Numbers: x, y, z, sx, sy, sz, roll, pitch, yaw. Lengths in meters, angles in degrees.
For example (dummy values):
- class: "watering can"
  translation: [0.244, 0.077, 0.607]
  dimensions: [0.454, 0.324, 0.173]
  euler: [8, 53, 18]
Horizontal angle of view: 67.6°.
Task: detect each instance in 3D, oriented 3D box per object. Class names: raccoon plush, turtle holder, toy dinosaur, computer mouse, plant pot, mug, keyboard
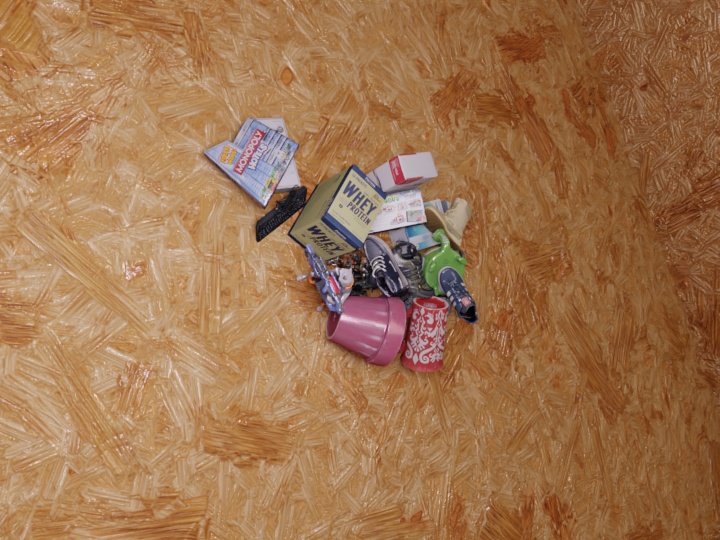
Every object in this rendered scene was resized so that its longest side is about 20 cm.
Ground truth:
- class: "raccoon plush"
  translation: [0.195, 0.102, 1.689]
  dimensions: [0.200, 0.134, 0.097]
  euler: [24, 68, -32]
- class: "turtle holder"
  translation: [0.243, -0.021, 1.694]
  dimensions: [0.141, 0.132, 0.186]
  euler: [-33, 116, -3]
- class: "toy dinosaur"
  translation: [0.000, 0.000, 1.573]
  dimensions: [0.199, 0.102, 0.136]
  euler: [5, 65, 8]
- class: "computer mouse"
  translation: [0.096, -0.016, 1.642]
  dimensions: [0.199, 0.046, 0.141]
  euler: [-9, 102, -18]
- class: "plant pot"
  translation: [0.006, 0.153, 1.512]
  dimensions: [0.178, 0.200, 0.201]
  euler: [16, 70, -18]
- class: "mug"
  translation: [0.179, 0.188, 1.616]
  dimensions: [0.177, 0.133, 0.201]
  euler: [-2, 111, -23]
- class: "keyboard"
  translation: [-0.205, -0.156, 1.462]
  dimensions: [0.040, 0.104, 0.200]
  euler: [31, 54, 18]

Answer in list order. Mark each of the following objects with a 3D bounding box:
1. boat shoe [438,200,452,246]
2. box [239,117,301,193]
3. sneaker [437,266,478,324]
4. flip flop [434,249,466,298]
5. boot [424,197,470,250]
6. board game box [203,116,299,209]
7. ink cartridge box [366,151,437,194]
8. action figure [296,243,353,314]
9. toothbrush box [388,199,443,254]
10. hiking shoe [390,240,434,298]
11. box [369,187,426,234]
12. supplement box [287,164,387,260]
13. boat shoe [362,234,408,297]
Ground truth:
- class: "boat shoe"
  translation: [0.327, -0.145, 1.885]
  dimensions: [0.091, 0.071, 0.201]
  euler: [11, 71, -31]
- class: "box"
  translation: [-0.249, -0.314, 1.487]
  dimensions: [0.116, 0.060, 0.201]
  euler: [-16, 90, -38]
- class: "sneaker"
  translation: [0.303, 0.078, 1.624]
  dimensions: [0.075, 0.085, 0.200]
  euler: [-33, 108, -3]
- class: "flip flop"
  translation: [0.305, 0.025, 1.781]
  dimensions: [0.057, 0.081, 0.201]
  euler: [2, 112, -44]
- class: "boot"
  translation: [0.284, -0.183, 1.749]
  dimensions: [0.200, 0.073, 0.156]
  euler: [43, 61, -31]
- class: "board game box"
  translation: [-0.289, -0.295, 1.395]
  dimensions: [0.199, 0.062, 0.200]
  euler: [28, 82, -9]
- class: "ink cartridge box"
  translation: [0.115, -0.290, 1.674]
  dimensions: [0.146, 0.200, 0.083]
  euler: [-14, 86, -39]
- class: "action figure"
  translation: [-0.090, 0.017, 1.451]
  dimensions: [0.104, 0.193, 0.201]
  euler: [-25, 95, -39]
- class: "toothbrush box"
  translation: [0.190, -0.142, 1.773]
  dimensions: [0.200, 0.085, 0.147]
  euler: [-17, 91, -40]
- class: "hiking shoe"
  translation: [0.158, 0.002, 1.591]
  dimensions: [0.200, 0.101, 0.076]
  euler: [37, 17, -17]
- class: "box"
  translation: [0.097, -0.181, 1.661]
  dimensions: [0.199, 0.035, 0.110]
  euler: [-10, 85, 4]
- class: "supplement box"
  translation: [-0.065, -0.156, 1.504]
  dimensions: [0.134, 0.200, 0.200]
  euler: [39, 59, -24]
- class: "boat shoe"
  translation: [0.059, -0.013, 1.513]
  dimensions: [0.200, 0.075, 0.093]
  euler: [54, 22, 7]
